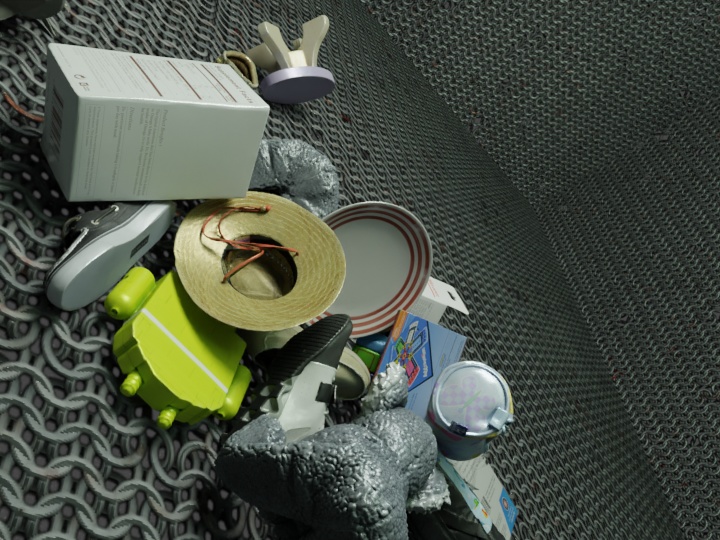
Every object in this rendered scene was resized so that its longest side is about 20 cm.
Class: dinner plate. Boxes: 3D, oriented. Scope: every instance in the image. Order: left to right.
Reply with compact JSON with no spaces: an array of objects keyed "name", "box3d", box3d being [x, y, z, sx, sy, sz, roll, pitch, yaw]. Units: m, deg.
[{"name":"dinner plate","box3d":[0.000,0.000,0.829,0.200,0.200,0.024,40,10,-33]}]

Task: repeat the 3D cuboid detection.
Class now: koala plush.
[{"name":"koala plush","box3d":[-0.112,-0.096,0.891,0.200,0.183,0.178,-59,127,-86]},{"name":"koala plush","box3d":[0.006,0.196,0.608,0.200,0.183,0.178,-22,90,-48]}]

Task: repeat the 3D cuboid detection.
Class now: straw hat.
[{"name":"straw hat","box3d":[-0.118,0.007,0.738,0.200,0.085,0.202,7,51,-9]}]

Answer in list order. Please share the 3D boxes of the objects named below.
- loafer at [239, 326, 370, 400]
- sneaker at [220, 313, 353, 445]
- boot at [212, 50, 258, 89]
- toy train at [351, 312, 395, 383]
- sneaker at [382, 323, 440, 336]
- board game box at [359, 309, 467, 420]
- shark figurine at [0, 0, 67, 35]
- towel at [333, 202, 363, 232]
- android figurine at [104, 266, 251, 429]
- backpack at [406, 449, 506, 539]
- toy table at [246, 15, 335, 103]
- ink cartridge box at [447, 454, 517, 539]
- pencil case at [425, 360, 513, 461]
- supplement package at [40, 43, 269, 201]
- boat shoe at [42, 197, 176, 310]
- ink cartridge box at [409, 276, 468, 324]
[{"name":"loafer","box3d":[-0.070,0.122,0.798,0.200,0.076,0.068,32,33,-27]},{"name":"sneaker","box3d":[-0.064,0.139,0.712,0.200,0.074,0.089,-51,118,-25]},{"name":"boot","box3d":[-0.211,-0.208,0.829,0.072,0.154,0.200,46,25,-23]},{"name":"toy train","box3d":[0.080,0.136,0.902,0.199,0.116,0.085,21,-3,5]},{"name":"sneaker","box3d":[0.078,0.116,1.075,0.115,0.080,0.200,49,26,-23]},{"name":"board game box","box3d":[0.063,0.164,0.847,0.103,0.201,0.019,23,-10,-8]},{"name":"shark figurine","box3d":[-0.378,-0.304,0.701,0.089,0.214,0.129,-43,136,-30]},{"name":"towel","box3d":[-0.044,-0.035,0.909,0.024,0.145,0.200,40,12,0]},{"name":"android figurine","box3d":[-0.185,0.079,0.658,0.182,0.041,0.200,49,22,-20]},{"name":"backpack","box3d":[0.050,0.271,0.749,0.200,0.163,0.154,53,6,-5]},{"name":"toy table","box3d":[-0.131,-0.406,1.235,0.200,0.183,0.118,-17,90,-78]},{"name":"ink cartridge box","box3d":[0.134,0.315,0.927,0.201,0.084,0.146,58,23,5]},{"name":"pencil case","box3d":[0.123,0.171,0.745,0.200,0.090,0.083,85,27,-67]},{"name":"supplement package","box3d":[-0.219,-0.154,0.677,0.199,0.117,0.117,-6,41,-39]},{"name":"boat shoe","box3d":[-0.260,-0.034,0.635,0.066,0.070,0.200,28,36,-1]},{"name":"ink cartridge box","box3d":[0.068,0.040,1.051,0.199,0.068,0.116,22,19,-15]}]
